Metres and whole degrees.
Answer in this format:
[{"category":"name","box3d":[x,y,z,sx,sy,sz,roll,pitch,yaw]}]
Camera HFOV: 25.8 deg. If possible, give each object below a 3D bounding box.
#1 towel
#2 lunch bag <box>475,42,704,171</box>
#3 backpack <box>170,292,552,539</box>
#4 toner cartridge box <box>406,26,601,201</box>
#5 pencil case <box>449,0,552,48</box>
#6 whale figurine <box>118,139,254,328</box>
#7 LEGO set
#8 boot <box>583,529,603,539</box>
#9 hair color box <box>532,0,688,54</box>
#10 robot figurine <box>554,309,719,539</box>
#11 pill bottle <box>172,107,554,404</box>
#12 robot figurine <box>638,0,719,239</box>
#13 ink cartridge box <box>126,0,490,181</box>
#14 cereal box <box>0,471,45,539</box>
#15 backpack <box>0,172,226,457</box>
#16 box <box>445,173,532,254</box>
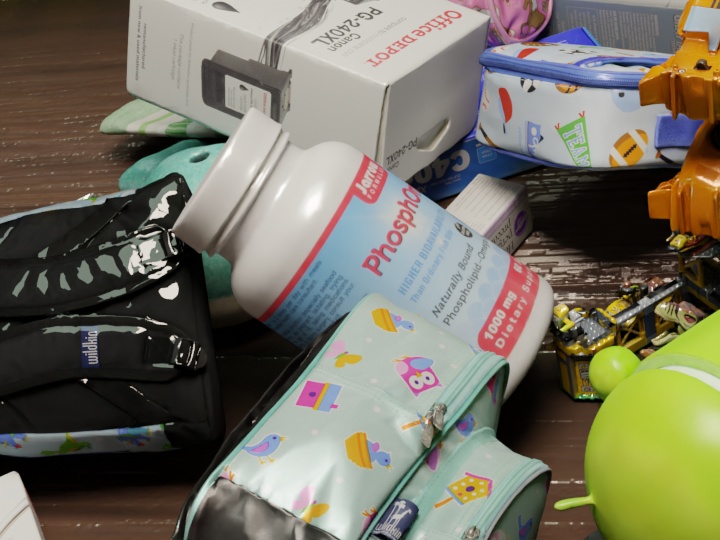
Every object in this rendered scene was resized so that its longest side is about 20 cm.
[{"category":"towel","box3d":[-0.078,-0.135,1.175,0.198,0.024,0.152,6,30,40]},{"category":"lunch bag","box3d":[0.182,-0.101,0.982,0.198,0.077,0.160,-4,12,-29]},{"category":"backpack","box3d":[0.006,0.120,0.753,0.152,0.177,0.201,18,45,12]},{"category":"toner cartridge box","box3d":[0.086,-0.106,1.113,0.198,0.044,0.095,-18,38,-5]},{"category":"pencil case","box3d":[0.052,-0.204,1.181,0.199,0.087,0.083,5,38,45]},{"category":"whale figurine","box3d":[-0.106,-0.047,1.054,0.158,0.105,0.200,-25,36,-12]},{"category":"LEGO set","box3d":[0.191,0.028,0.849,0.152,0.117,0.200,-23,38,-11]},{"category":"boot","box3d":[0.112,0.194,0.714,0.202,0.074,0.154,-23,28,2]},{"category":"hair color box","box3d":[0.233,-0.196,1.165,0.198,0.061,0.099,11,44,30]},{"category":"robot figurine","box3d":[0.181,0.073,0.695,0.199,0.117,0.175,-29,38,-30]},{"category":"pill bottle","box3d":[0.000,0.000,0.870,0.199,0.109,0.109,34,44,-8]},{"category":"robot figurine","box3d":[0.208,-0.117,0.853,0.058,0.146,0.200,9,41,26]},{"category":"ink cartridge box","box3d":[-0.032,-0.141,1.037,0.198,0.084,0.145,23,36,22]},{"category":"cereal box","box3d":[-0.221,0.205,0.826,0.143,0.040,0.200,-23,38,-11]},{"category":"backpack","box3d":[-0.186,0.041,0.935,0.197,0.154,0.165,-9,80,-5]},{"category":"box","box3d":[0.040,0.014,0.981,0.041,0.039,0.200,16,47,32]}]
